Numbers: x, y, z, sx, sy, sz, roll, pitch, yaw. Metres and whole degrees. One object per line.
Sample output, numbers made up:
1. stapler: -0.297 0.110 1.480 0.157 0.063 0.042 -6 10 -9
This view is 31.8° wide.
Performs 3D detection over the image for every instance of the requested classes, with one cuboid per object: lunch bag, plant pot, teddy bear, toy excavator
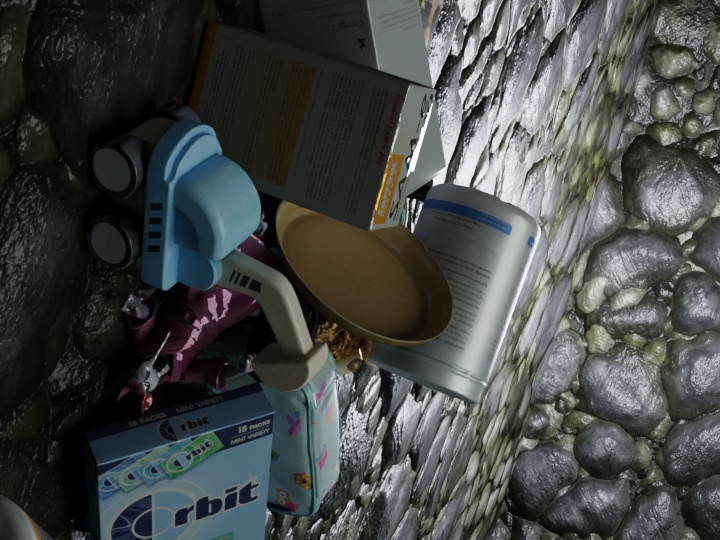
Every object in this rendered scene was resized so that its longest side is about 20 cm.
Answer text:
1. lunch bag: -0.103 0.156 1.296 0.077 0.158 0.203 -53 150 -51
2. plant pot: 0.000 0.000 1.213 0.028 0.199 0.200 -54 171 32
3. teddy bear: -0.050 0.098 1.369 0.144 0.199 0.068 12 62 -45
4. toy excavator: -0.114 -0.015 1.022 0.100 0.197 0.197 -41 146 -53

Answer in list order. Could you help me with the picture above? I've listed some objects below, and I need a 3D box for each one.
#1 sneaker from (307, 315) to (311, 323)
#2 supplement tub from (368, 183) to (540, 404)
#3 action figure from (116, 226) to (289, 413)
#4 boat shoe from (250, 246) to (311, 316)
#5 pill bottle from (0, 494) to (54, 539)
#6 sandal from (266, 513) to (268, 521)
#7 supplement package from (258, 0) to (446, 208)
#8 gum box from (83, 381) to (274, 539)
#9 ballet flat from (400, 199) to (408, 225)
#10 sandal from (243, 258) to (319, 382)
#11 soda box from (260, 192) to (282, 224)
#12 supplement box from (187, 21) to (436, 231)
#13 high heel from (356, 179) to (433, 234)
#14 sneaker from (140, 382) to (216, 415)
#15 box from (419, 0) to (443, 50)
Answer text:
1. sneaker: -0.058 0.120 1.502 0.203 0.075 0.070 -69 161 -3
2. supplement tub: 0.099 0.023 1.330 0.203 0.130 0.132 -68 161 -7
3. action figure: -0.161 0.040 1.160 0.201 0.134 0.148 -50 -161 -17
4. boat shoe: -0.070 0.019 1.387 0.202 0.064 0.076 0 109 -70
5. pill bottle: -0.274 0.256 0.977 0.117 0.115 0.201 -61 160 -24
6. sandal: -0.189 0.315 1.374 0.207 0.059 0.079 -47 141 -5
7. supplement package: -0.005 -0.174 1.199 0.117 0.115 0.203 -36 118 -59
8. gum box: -0.168 0.208 1.178 0.168 0.045 0.202 -14 134 -24
9. ballet flat: 0.033 -0.101 1.565 0.069 0.069 0.203 -34 139 -60
10. sandal: -0.065 0.044 1.223 0.075 0.048 0.201 -39 -159 24
11. soda box: -0.030 -0.130 1.344 0.201 0.067 0.065 -57 158 -33
12. supplement box: -0.048 -0.126 1.094 0.073 0.197 0.128 -12 121 -68
13. high heel: -0.025 -0.044 1.364 0.201 0.141 0.072 -51 132 -29
14. sneaker: -0.163 0.185 1.250 0.067 0.089 0.202 -52 155 -43
15. box: 0.036 -0.229 1.460 0.075 0.049 0.203 0 109 -70
